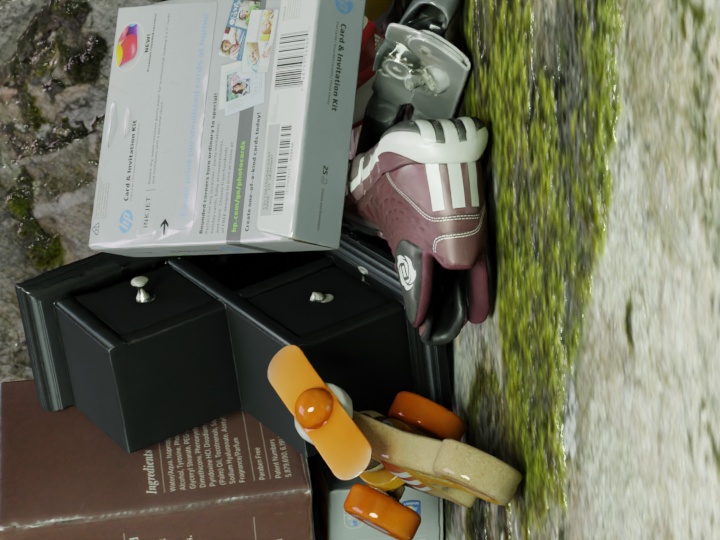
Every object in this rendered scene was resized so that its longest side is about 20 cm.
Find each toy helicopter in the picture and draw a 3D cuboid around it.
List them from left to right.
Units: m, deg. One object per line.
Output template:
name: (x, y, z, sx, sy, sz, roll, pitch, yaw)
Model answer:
toy helicopter: (0.021, 0.097, 1.176, 0.079, 0.132, 0.200, -62, 23, -11)

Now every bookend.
bookend: (-0.081, 0.048, 1.317, 0.198, 0.199, 0.093, 32, 136, 52)

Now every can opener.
can opener: (0.035, -0.104, 1.270, 0.067, 0.053, 0.200, -62, -5, -22)

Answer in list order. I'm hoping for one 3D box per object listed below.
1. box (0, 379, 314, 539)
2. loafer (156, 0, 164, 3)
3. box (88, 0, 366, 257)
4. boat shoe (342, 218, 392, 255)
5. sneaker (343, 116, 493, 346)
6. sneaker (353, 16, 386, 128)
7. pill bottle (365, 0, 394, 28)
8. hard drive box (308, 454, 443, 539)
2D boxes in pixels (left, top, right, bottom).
box: (-0.131, 0.172, 1.388, 0.165, 0.198, 0.167, -105, 11, -58)
loafer: (-0.084, -0.220, 1.502, 0.071, 0.199, 0.073, 46, -159, -34)
box: (-0.083, -0.089, 1.265, 0.199, 0.041, 0.158, -2, 79, 47)
boat shoe: (0.000, 0.000, 1.446, 0.072, 0.072, 0.202, 126, 128, -61)
sneaker: (0.029, -0.011, 1.208, 0.200, 0.075, 0.117, 130, 133, -77)
sneaker: (-0.068, -0.127, 1.376, 0.116, 0.199, 0.079, 50, -146, -16)
pill bottle: (-0.027, -0.217, 1.385, 0.201, 0.110, 0.112, 98, 167, -50)
hard drive box: (0.008, 0.218, 1.432, 0.156, 0.076, 0.202, -126, 33, -76)
